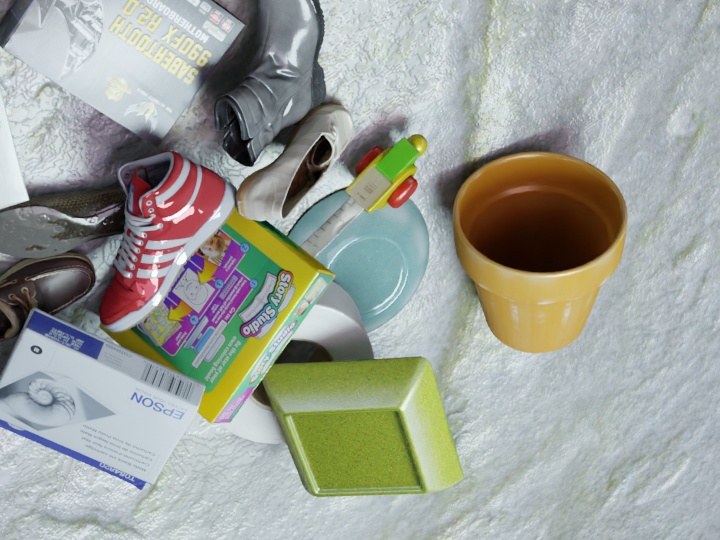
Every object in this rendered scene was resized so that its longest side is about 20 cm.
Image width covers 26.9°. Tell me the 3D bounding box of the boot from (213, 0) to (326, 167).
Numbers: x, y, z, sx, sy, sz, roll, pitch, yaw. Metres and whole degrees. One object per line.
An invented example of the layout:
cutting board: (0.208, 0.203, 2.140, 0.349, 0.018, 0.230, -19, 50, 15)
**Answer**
boot: (-0.097, -0.206, 1.532, 0.132, 0.070, 0.201, -46, 143, -30)

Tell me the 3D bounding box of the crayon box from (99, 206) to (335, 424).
crayon box: (-0.155, 0.033, 1.613, 0.200, 0.172, 0.058, -54, 165, 8)

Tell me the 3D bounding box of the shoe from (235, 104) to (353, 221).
shoe: (-0.056, -0.112, 1.607, 0.200, 0.053, 0.070, -49, 136, -40)

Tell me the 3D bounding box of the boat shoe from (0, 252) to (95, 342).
boat shoe: (-0.364, 0.044, 1.566, 0.199, 0.072, 0.072, -19, 123, -18)

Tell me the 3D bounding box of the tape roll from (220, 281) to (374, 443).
tape roll: (-0.088, 0.099, 1.721, 0.201, 0.071, 0.203, -8, 126, -10)

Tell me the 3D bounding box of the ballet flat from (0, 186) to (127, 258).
ballet flat: (-0.296, -0.059, 1.571, 0.199, 0.046, 0.068, -12, 129, -16)

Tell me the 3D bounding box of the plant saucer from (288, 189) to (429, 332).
plant saucer: (0.000, 0.000, 1.759, 0.200, 0.039, 0.202, -12, 120, -22)

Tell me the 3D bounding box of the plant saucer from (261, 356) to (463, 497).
plant saucer: (-0.001, 0.188, 1.687, 0.198, 0.048, 0.201, -4, 129, 17)

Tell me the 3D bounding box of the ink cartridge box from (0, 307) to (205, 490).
ink cartridge box: (-0.289, 0.152, 1.589, 0.199, 0.041, 0.200, 25, 131, -10)

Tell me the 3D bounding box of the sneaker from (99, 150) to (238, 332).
sneaker: (-0.227, -0.035, 1.542, 0.200, 0.071, 0.112, -51, 134, 3)

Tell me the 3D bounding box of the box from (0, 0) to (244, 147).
box: (-0.238, -0.240, 1.496, 0.200, 0.048, 0.159, 33, 96, -36)

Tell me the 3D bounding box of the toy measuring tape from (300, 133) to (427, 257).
toy measuring tape: (0.003, -0.077, 1.696, 0.200, 0.074, 0.074, -46, 127, -6)

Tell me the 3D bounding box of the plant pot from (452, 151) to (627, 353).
plant pot: (0.210, -0.007, 1.788, 0.199, 0.200, 0.184, -23, 140, -16)

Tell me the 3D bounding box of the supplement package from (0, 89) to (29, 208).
supplement package: (-0.434, -0.128, 1.387, 0.199, 0.151, 0.153, -19, 123, -18)
